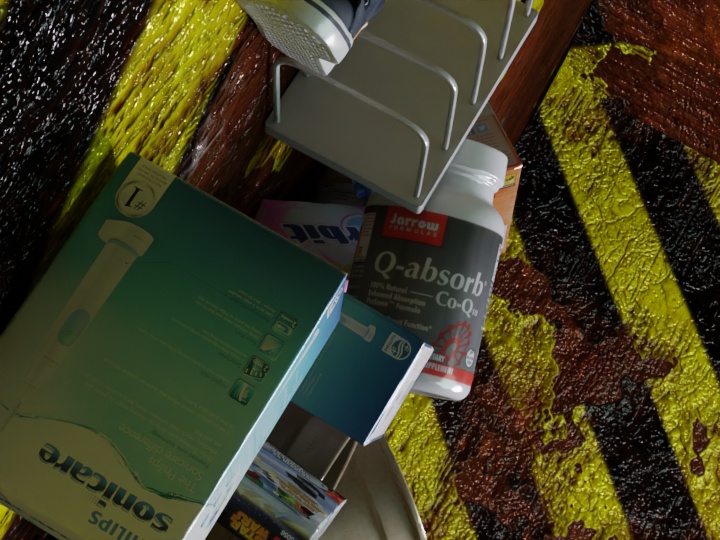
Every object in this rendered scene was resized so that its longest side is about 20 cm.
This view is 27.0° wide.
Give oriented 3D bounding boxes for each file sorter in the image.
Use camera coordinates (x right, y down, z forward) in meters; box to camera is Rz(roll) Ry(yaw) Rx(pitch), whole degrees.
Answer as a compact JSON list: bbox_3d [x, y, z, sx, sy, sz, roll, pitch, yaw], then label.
[{"bbox_3d":[0.035,-0.177,1.134,0.200,0.139,0.125,-59,171,-19],"label":"file sorter"}]

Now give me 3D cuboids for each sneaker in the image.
[{"bbox_3d":[-0.026,-0.175,0.935,0.079,0.078,0.200,-56,-175,2],"label":"sneaker"}]

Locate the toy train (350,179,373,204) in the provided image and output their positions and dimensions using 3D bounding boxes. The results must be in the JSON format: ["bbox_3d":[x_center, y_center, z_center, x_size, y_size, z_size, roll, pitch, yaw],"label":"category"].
[{"bbox_3d":[0.020,-0.136,1.304,0.087,0.114,0.200,-18,151,-7],"label":"toy train"}]

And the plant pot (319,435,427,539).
[{"bbox_3d":[-0.057,0.236,1.480,0.183,0.201,0.200,-24,165,-10],"label":"plant pot"}]

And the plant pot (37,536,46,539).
[{"bbox_3d":[-0.235,0.366,1.199,0.200,0.176,0.200,-58,172,-28],"label":"plant pot"}]

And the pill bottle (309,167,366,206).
[{"bbox_3d":[-0.006,-0.035,1.468,0.104,0.104,0.200,102,3,-68],"label":"pill bottle"}]

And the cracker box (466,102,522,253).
[{"bbox_3d":[0.088,-0.126,1.473,0.058,0.200,0.134,-15,146,-14],"label":"cracker box"}]

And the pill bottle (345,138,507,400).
[{"bbox_3d":[0.051,-0.004,1.210,0.116,0.116,0.200,62,40,-82],"label":"pill bottle"}]

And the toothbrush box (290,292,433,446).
[{"bbox_3d":[-0.055,0.038,1.081,0.085,0.200,0.146,-58,174,-1],"label":"toothbrush box"}]

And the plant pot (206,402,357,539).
[{"bbox_3d":[-0.120,0.173,1.270,0.200,0.173,0.200,-59,174,-10],"label":"plant pot"}]

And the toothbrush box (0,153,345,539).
[{"bbox_3d":[-0.120,0.060,0.846,0.200,0.146,0.085,-59,173,-20],"label":"toothbrush box"}]

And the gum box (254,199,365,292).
[{"bbox_3d":[0.000,0.000,1.323,0.200,0.114,0.066,2,126,-34],"label":"gum box"}]

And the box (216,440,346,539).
[{"bbox_3d":[-0.108,0.120,1.016,0.040,0.200,0.137,-55,173,4],"label":"box"}]
